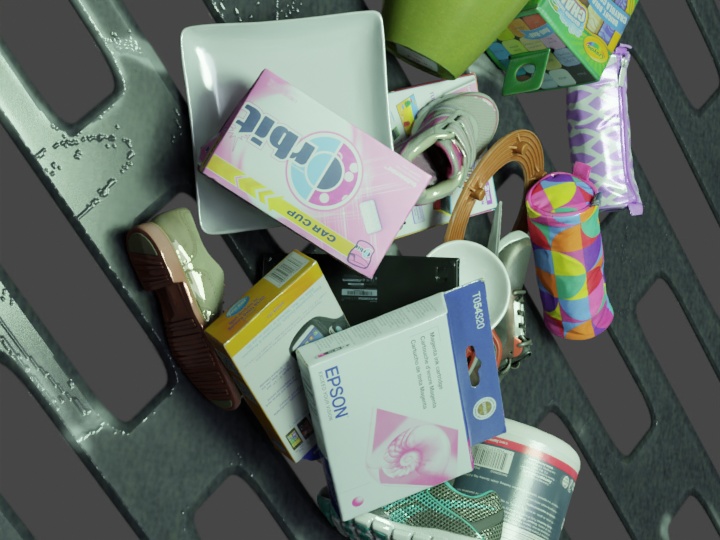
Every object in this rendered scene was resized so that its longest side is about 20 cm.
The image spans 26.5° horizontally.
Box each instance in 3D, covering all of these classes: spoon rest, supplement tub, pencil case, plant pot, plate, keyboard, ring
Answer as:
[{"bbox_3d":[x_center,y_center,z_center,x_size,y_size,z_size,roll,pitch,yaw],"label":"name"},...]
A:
[{"bbox_3d":[0.075,0.062,1.529,0.099,0.061,0.201,32,84,3],"label":"spoon rest"},{"bbox_3d":[0.144,0.269,1.630,0.140,0.140,0.202,30,71,-34],"label":"supplement tub"},{"bbox_3d":[0.286,-0.164,1.785,0.084,0.085,0.202,-11,97,-48],"label":"pencil case"},{"bbox_3d":[0.103,-0.309,1.599,0.186,0.187,0.201,27,88,-35],"label":"plant pot"},{"bbox_3d":[-0.069,-0.144,1.490,0.198,0.032,0.202,-6,94,-7],"label":"plate"},{"bbox_3d":[0.000,0.000,1.521,0.198,0.021,0.128,2,74,1],"label":"keyboard"},{"bbox_3d":[0.236,-0.017,1.705,0.088,0.088,0.201,-41,138,-31],"label":"pencil case"},{"bbox_3d":[0.149,-0.055,1.653,0.200,0.019,0.202,-40,143,-39],"label":"ring"}]

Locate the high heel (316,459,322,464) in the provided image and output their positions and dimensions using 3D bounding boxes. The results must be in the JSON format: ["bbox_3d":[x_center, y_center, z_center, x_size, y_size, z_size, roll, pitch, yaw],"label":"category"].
[{"bbox_3d":[0.017,0.119,1.600,0.067,0.096,0.201,32,83,3],"label":"high heel"}]

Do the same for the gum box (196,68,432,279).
[{"bbox_3d":[-0.048,-0.094,1.446,0.199,0.066,0.114,32,88,-8],"label":"gum box"}]

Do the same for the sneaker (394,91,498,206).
[{"bbox_3d":[0.085,-0.118,1.569,0.200,0.088,0.082,-43,114,-31],"label":"sneaker"}]

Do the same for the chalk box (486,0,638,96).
[{"bbox_3d":[0.210,-0.284,1.701,0.124,0.124,0.201,43,63,-30],"label":"chalk box"}]

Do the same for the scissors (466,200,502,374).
[{"bbox_3d":[0.137,0.032,1.612,0.201,0.073,0.014,-67,164,11],"label":"scissors"}]

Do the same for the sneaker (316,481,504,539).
[{"bbox_3d":[0.056,0.244,1.554,0.078,0.198,0.092,87,21,-60],"label":"sneaker"}]

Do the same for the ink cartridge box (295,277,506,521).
[{"bbox_3d":[0.050,0.127,1.475,0.198,0.043,0.198,-20,124,-12],"label":"ink cartridge box"}]

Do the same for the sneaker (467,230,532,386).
[{"bbox_3d":[0.159,0.059,1.653,0.077,0.081,0.202,6,105,-60],"label":"sneaker"}]

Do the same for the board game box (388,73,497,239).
[{"bbox_3d":[0.052,-0.118,1.625,0.199,0.040,0.155,-16,99,-38],"label":"board game box"}]

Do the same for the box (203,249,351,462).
[{"bbox_3d":[-0.058,0.090,1.454,0.119,0.041,0.201,-42,134,-18],"label":"box"}]

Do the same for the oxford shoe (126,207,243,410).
[{"bbox_3d":[-0.147,0.036,1.448,0.074,0.070,0.201,-35,112,-39],"label":"oxford shoe"}]
